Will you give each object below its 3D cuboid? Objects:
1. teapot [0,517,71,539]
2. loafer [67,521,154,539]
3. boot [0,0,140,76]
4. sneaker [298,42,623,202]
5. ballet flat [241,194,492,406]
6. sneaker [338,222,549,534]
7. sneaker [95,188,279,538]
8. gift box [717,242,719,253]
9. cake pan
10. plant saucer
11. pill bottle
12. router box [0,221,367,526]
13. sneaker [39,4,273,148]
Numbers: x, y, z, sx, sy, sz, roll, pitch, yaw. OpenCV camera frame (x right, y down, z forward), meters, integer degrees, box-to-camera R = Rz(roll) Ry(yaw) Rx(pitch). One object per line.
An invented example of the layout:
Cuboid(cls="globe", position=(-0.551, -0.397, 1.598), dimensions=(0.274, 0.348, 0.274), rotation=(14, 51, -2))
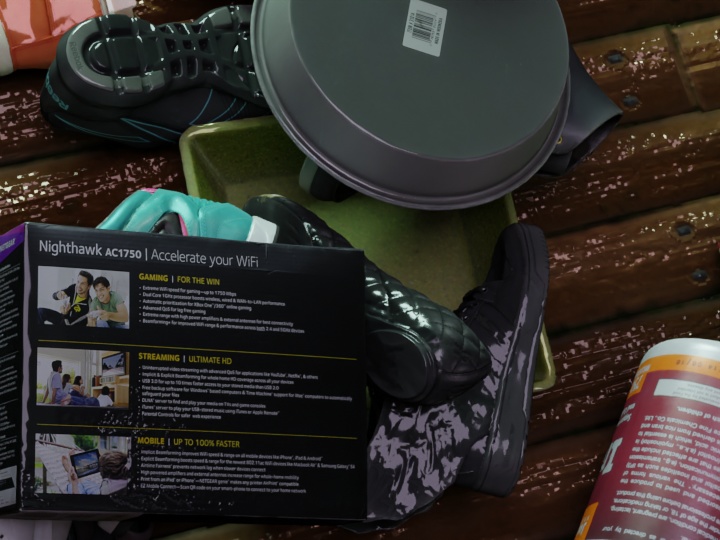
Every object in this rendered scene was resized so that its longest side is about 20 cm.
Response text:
Cuboid(cls="teapot", position=(-0.231, 0.131, 1.276), dimensions=(0.198, 0.146, 0.199), rotation=(2, 107, -27))
Cuboid(cls="loafer", position=(-0.147, 0.073, 1.382), dimensions=(0.071, 0.063, 0.202), rotation=(0, 72, -31))
Cuboid(cls="boot", position=(-0.214, -0.217, 1.491), dimensions=(0.106, 0.075, 0.202), rotation=(-16, 73, -9))
Cuboid(cls="sneaker", position=(0.063, -0.082, 1.425), dimensions=(0.199, 0.075, 0.106), rotation=(-36, 75, -21))
Cuboid(cls="ballet flat", position=(-0.006, 0.018, 1.362), dimensions=(0.057, 0.067, 0.200), rotation=(-1, 31, -45))
Cuboid(cls="sneaker", position=(0.047, 0.059, 1.378), dimensions=(0.103, 0.060, 0.202), rotation=(11, 70, -8))
Cuboid(cls="sneaker", position=(-0.136, 0.037, 1.321), dimensions=(0.120, 0.084, 0.201), rotation=(26, 69, -6))
Cuboid(cls="gift box", position=(0.333, -0.054, 1.456), dimensions=(0.183, 0.187, 0.201), rotation=(16, 48, 0))
Cuboid(cls="cake pan", position=(0.035, -0.133, 1.384), dimensions=(0.198, 0.037, 0.202), rotation=(7, 63, -15))
Cuboid(cls="plant saucer", position=(0.000, 0.000, 1.451), dimensions=(0.198, 0.048, 0.201), rotation=(-8, 71, -13))
Cuboid(cls="pill bottle", position=(0.187, 0.151, 1.387), dimensions=(0.112, 0.113, 0.201), rotation=(24, 67, 1))
Cuboid(cls="router box", position=(-0.093, 0.058, 1.259), dimensions=(0.198, 0.051, 0.151), rotation=(5, 79, -26))
Cuboid(cls="sneaker", position=(-0.106, -0.118, 1.471), dimensions=(0.198, 0.079, 0.076), rotation=(1, 61, -31))
